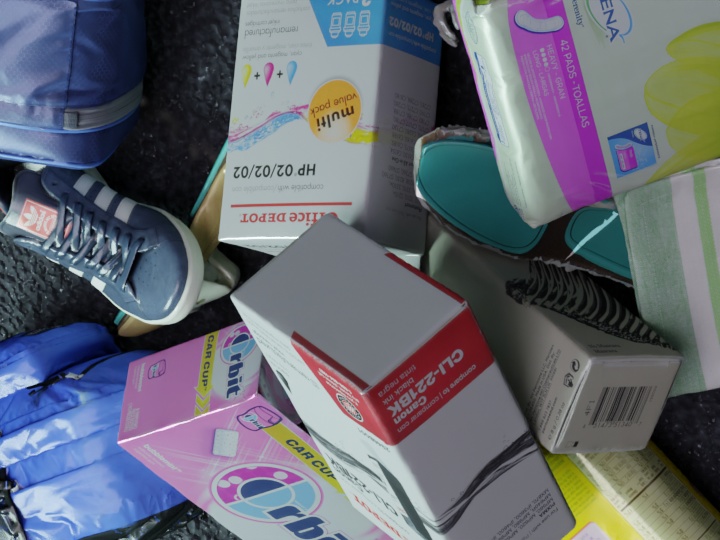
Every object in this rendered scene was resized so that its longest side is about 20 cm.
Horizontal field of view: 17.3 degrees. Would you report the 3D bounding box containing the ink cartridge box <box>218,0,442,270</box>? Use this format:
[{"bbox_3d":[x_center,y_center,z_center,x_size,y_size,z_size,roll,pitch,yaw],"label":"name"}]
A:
[{"bbox_3d":[-0.020,-0.070,1.464,0.115,0.068,0.201,-1,81,36],"label":"ink cartridge box"}]

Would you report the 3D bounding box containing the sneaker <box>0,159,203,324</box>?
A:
[{"bbox_3d":[-0.184,-0.025,1.550,0.200,0.084,0.075,32,104,42],"label":"sneaker"}]

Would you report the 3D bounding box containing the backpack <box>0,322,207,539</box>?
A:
[{"bbox_3d":[-0.198,0.121,1.603,0.200,0.162,0.168,-16,96,28],"label":"backpack"}]

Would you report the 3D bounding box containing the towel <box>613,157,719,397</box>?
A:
[{"bbox_3d":[0.259,-0.009,1.400,0.199,0.023,0.153,-12,111,7],"label":"towel"}]

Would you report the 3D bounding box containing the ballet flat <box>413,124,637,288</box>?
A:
[{"bbox_3d":[0.117,-0.038,1.436,0.200,0.072,0.072,23,117,-14],"label":"ballet flat"}]

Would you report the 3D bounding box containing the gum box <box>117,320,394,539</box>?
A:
[{"bbox_3d":[-0.049,0.119,1.536,0.113,0.066,0.200,-20,136,29],"label":"gum box"}]

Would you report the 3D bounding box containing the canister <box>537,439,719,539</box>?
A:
[{"bbox_3d":[0.161,0.181,1.508,0.200,0.087,0.149,47,119,6],"label":"canister"}]

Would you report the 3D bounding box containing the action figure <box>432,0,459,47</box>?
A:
[{"bbox_3d":[0.106,-0.161,1.410,0.102,0.119,0.200,-28,103,-16],"label":"action figure"}]

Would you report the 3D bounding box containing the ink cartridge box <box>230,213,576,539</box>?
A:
[{"bbox_3d":[0.027,0.084,1.393,0.144,0.084,0.200,33,159,48],"label":"ink cartridge box"}]

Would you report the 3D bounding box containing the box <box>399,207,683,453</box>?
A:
[{"bbox_3d":[0.099,0.030,1.439,0.200,0.082,0.069,43,122,43],"label":"box"}]

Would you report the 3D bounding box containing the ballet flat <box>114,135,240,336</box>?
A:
[{"bbox_3d":[-0.095,-0.019,1.571,0.063,0.069,0.200,32,118,-5],"label":"ballet flat"}]

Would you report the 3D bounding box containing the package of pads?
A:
[{"bbox_3d":[0.160,-0.132,1.333,0.200,0.068,0.155,-21,120,-5],"label":"package of pads"}]

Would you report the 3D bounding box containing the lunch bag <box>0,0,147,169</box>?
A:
[{"bbox_3d":[-0.243,-0.138,1.543,0.199,0.136,0.133,9,109,8],"label":"lunch bag"}]
